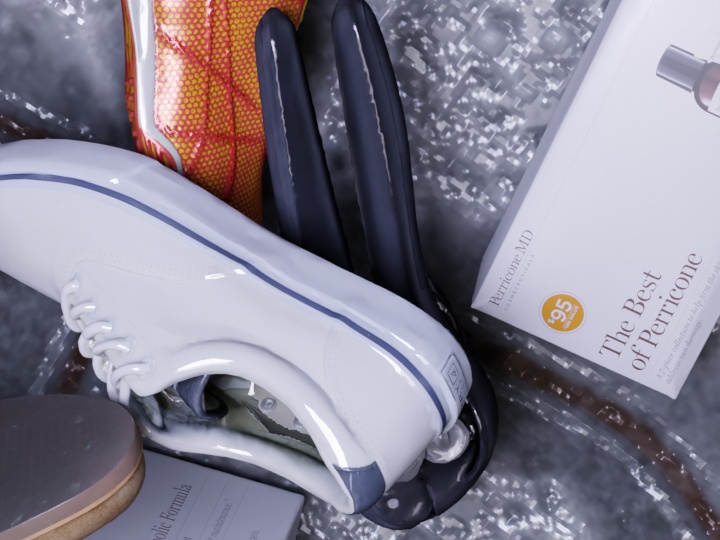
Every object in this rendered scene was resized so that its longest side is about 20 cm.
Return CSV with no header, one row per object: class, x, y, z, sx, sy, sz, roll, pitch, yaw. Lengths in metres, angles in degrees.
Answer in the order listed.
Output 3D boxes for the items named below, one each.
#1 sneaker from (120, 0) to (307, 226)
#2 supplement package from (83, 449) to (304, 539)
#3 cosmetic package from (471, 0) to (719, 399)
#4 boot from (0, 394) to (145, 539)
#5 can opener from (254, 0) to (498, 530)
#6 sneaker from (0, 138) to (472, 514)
sneaker,-0.047,-0.079,0.975,0.077,0.073,0.200,-8,118,-7
supplement package,-0.136,0.126,1.046,0.200,0.114,0.110,15,114,3
cosmetic package,0.115,-0.061,0.963,0.082,0.051,0.200,25,114,0
boot,-0.142,0.104,0.949,0.200,0.074,0.076,-26,118,25
can opener,0.000,0.000,0.978,0.063,0.079,0.200,-20,116,-4
sneaker,-0.063,0.017,0.935,0.200,0.071,0.073,22,144,26
